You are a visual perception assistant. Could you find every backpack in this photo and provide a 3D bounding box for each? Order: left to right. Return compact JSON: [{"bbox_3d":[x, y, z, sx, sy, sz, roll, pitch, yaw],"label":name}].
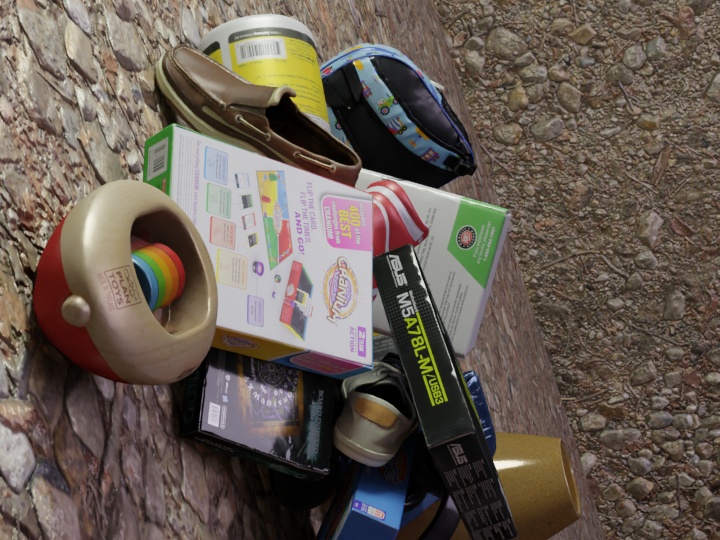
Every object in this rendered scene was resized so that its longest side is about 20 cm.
[{"bbox_3d":[0.011,-0.170,1.774,0.200,0.182,0.135,52,15,-33],"label":"backpack"}]

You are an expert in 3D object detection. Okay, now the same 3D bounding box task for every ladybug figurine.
[{"bbox_3d":[-0.155,0.012,1.012,0.200,0.072,0.136,-19,91,-75],"label":"ladybug figurine"}]

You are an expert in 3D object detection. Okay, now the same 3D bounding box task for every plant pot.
[{"bbox_3d":[0.145,0.260,1.777,0.186,0.199,0.187,-15,90,-79],"label":"plant pot"}]

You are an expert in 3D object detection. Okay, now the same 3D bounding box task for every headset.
[{"bbox_3d":[0.043,0.177,1.441,0.094,0.123,0.200,34,48,-29],"label":"headset"}]

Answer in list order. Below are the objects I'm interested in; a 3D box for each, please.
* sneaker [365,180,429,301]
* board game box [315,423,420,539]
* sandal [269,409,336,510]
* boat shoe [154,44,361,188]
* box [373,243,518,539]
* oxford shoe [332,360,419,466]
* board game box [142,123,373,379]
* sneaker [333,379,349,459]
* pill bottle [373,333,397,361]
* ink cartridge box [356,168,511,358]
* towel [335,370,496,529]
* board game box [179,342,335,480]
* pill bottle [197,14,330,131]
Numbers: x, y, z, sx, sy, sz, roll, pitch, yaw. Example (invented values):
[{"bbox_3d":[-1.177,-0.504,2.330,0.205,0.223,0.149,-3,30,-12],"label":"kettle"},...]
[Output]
[{"bbox_3d":[0.000,0.000,1.410,0.112,0.071,0.200,-44,163,-33],"label":"sneaker"},{"bbox_3d":[-0.005,0.222,1.316,0.200,0.045,0.152,-72,-175,-68],"label":"board game box"},{"bbox_3d":[-0.047,0.112,1.306,0.048,0.075,0.201,31,-46,61],"label":"sandal"},{"bbox_3d":[-0.080,-0.132,1.309,0.202,0.075,0.075,39,38,2],"label":"boat shoe"},{"bbox_3d":[0.071,0.109,1.310,0.200,0.047,0.193,66,3,-52],"label":"box"},{"bbox_3d":[0.020,0.107,1.313,0.200,0.075,0.058,-59,173,-76],"label":"oxford shoe"},{"bbox_3d":[-0.076,-0.010,1.195,0.200,0.040,0.153,18,63,-37],"label":"board game box"},{"bbox_3d":[-0.034,0.138,1.432,0.200,0.071,0.098,59,29,-68],"label":"sneaker"},{"bbox_3d":[0.028,0.068,1.676,0.116,0.116,0.201,22,54,-75],"label":"pill bottle"},{"bbox_3d":[0.029,-0.016,1.491,0.084,0.199,0.146,-21,128,-79],"label":"ink cartridge box"},{"bbox_3d":[0.057,0.188,1.566,0.200,0.048,0.112,-31,112,-36],"label":"towel"},{"bbox_3d":[-0.073,0.053,1.228,0.135,0.028,0.201,26,58,-38],"label":"board game box"},{"bbox_3d":[-0.083,-0.121,1.415,0.112,0.112,0.201,44,34,-67],"label":"pill bottle"}]
